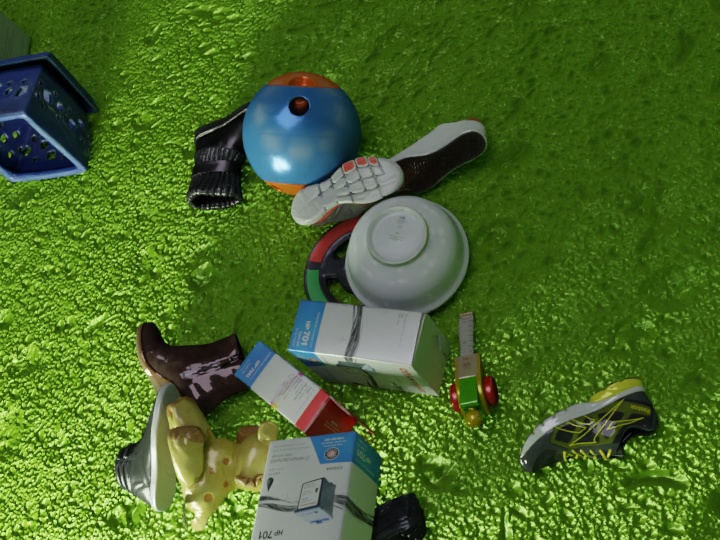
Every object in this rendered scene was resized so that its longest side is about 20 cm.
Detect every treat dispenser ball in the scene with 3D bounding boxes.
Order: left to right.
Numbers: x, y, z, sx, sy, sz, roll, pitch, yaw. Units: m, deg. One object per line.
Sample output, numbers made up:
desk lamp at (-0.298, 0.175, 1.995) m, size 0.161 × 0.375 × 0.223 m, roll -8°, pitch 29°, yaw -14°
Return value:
treat dispenser ball at (-0.097, -0.226, 1.541) m, size 0.198 × 0.201 × 0.204 m, roll -9°, pitch 64°, yaw 19°

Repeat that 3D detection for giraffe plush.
giraffe plush at (-0.193, 0.284, 1.392) m, size 0.160 × 0.174 × 0.201 m, roll -13°, pitch 49°, yaw -7°

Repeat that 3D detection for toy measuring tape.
toy measuring tape at (0.164, 0.152, 1.350) m, size 0.073 × 0.074 × 0.201 m, roll -14°, pitch 40°, yaw 17°

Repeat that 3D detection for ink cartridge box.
ink cartridge box at (-0.083, 0.200, 1.389) m, size 0.199 × 0.116 × 0.068 m, roll 34°, pitch 82°, yaw 32°
ink cartridge box at (-0.062, 0.335, 1.262) m, size 0.145 × 0.086 × 0.202 m, roll -12°, pitch 48°, yaw 26°
ink cartridge box at (0.015, 0.114, 1.368) m, size 0.197 × 0.147 × 0.087 m, roll 6°, pitch 68°, yaw 25°

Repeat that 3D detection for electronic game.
electronic game at (0.000, 0.000, 1.489) m, size 0.197 × 0.042 × 0.203 m, roll -9°, pitch 64°, yaw 20°

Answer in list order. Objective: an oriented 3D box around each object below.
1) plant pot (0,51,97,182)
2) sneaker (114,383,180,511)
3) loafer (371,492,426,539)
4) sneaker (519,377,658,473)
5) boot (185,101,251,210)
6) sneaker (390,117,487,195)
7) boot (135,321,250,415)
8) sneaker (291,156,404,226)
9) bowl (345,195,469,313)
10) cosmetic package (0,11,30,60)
plant pot at (-0.650, -0.309, 1.826) m, size 0.197 × 0.200 × 0.182 m, roll -3°, pitch 60°, yaw 22°
sneaker at (-0.341, 0.272, 1.467) m, size 0.098 × 0.070 × 0.203 m, roll 9°, pitch 97°, yaw 27°
loafer at (0.002, 0.377, 1.307) m, size 0.199 × 0.068 × 0.071 m, roll -28°, pitch 38°, yaw 15°
sneaker at (0.305, 0.222, 1.235) m, size 0.199 × 0.074 × 0.085 m, roll -33°, pitch 59°, yaw 6°
boot at (-0.216, -0.201, 1.650) m, size 0.209 × 0.079 × 0.160 m, roll -20°, pitch 53°, yaw 26°
sneaker at (0.118, -0.188, 1.522) m, size 0.198 × 0.073 × 0.085 m, roll -22°, pitch 29°, yaw 20°
boot at (-0.274, 0.144, 1.529) m, size 0.165 × 0.072 × 0.202 m, roll -28°, pitch 65°, yaw 7°
sneaker at (-0.013, -0.123, 1.493) m, size 0.198 × 0.082 × 0.078 m, roll -17°, pitch 71°, yaw 23°
bowl at (0.063, -0.036, 1.414) m, size 0.198 × 0.091 × 0.204 m, roll -5°, pitch 67°, yaw 12°
cosmetic package at (-0.840, -0.468, 1.975) m, size 0.164 × 0.200 × 0.170 m, roll -12°, pitch 62°, yaw 18°
